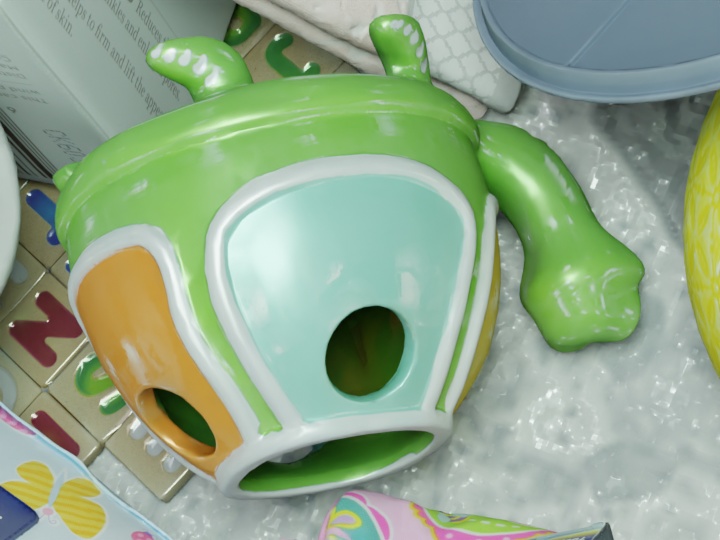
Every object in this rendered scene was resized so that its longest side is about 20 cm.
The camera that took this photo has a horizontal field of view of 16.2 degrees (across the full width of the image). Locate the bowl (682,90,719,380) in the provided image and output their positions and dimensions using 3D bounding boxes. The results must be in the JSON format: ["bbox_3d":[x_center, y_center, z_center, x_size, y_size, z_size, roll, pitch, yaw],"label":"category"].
[{"bbox_3d":[0.188,-0.007,0.772,0.198,0.108,0.202,2,97,17],"label":"bowl"}]

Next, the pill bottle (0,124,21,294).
[{"bbox_3d":[-0.219,-0.018,0.903,0.199,0.112,0.113,-3,66,48],"label":"pill bottle"}]

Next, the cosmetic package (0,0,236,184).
[{"bbox_3d":[-0.137,-0.157,0.927,0.164,0.165,0.201,10,71,21],"label":"cosmetic package"}]

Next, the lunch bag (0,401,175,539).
[{"bbox_3d":[-0.160,0.140,0.851,0.169,0.127,0.200,37,80,23],"label":"lunch bag"}]

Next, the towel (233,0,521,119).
[{"bbox_3d":[0.003,-0.177,0.895,0.032,0.190,0.202,-6,65,50],"label":"towel"}]

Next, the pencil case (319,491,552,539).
[{"bbox_3d":[0.071,0.127,0.802,0.198,0.087,0.088,11,73,19],"label":"pencil case"}]

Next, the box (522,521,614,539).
[{"bbox_3d":[0.034,0.186,0.759,0.136,0.040,0.202,-14,97,23],"label":"box"}]

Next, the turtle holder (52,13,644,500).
[{"bbox_3d":[-0.010,0.004,0.859,0.141,0.185,0.133,-30,66,36],"label":"turtle holder"}]

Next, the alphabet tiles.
[{"bbox_3d":[-0.084,-0.015,0.951,0.167,0.008,0.200,40,85,25],"label":"alphabet tiles"}]

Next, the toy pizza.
[{"bbox_3d":[0.128,-0.118,0.809,0.199,0.032,0.201,-23,36,18],"label":"toy pizza"}]
